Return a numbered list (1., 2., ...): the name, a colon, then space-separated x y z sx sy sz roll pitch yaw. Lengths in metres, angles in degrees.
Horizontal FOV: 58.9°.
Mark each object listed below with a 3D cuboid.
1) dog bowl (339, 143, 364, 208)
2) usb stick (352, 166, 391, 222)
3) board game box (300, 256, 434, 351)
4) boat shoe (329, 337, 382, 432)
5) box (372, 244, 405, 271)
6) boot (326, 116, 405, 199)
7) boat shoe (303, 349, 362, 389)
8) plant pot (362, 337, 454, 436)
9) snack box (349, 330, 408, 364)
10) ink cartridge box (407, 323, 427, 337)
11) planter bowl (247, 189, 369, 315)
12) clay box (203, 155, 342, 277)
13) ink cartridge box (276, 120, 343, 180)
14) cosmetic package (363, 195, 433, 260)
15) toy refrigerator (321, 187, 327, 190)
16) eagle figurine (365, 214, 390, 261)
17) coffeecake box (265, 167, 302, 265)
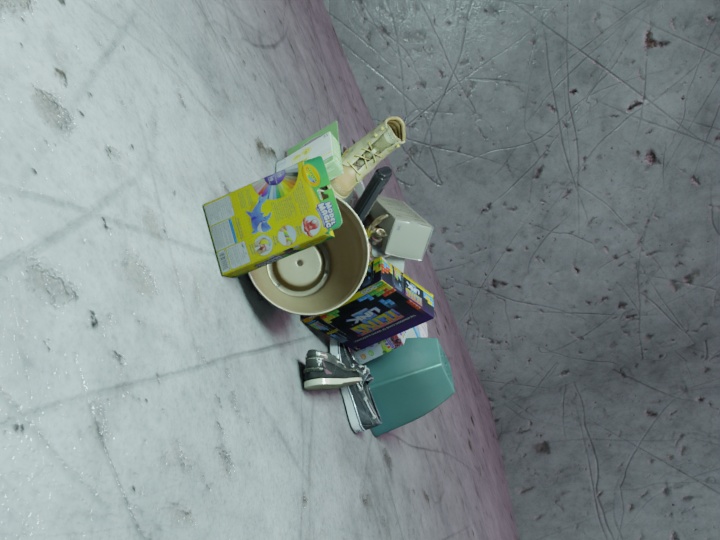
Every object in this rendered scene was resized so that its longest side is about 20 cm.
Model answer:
1. dog bowl: -0.035 -0.207 1.507 0.200 0.058 0.202 -21 90 -79
2. usb stick: 0.011 -0.145 1.400 0.033 0.201 0.055 43 41 12
3. board game box: 0.013 0.070 1.202 0.165 0.199 0.057 35 41 -37
4. boat shoe: -0.007 0.218 1.280 0.072 0.067 0.202 34 37 -69
5. box: 0.052 0.038 1.553 0.125 0.096 0.202 -68 167 -71
6. boot: 0.015 -0.242 1.351 0.073 0.155 0.201 49 39 -14
7. boat shoe: -0.047 0.181 1.160 0.200 0.071 0.068 31 44 -67
8. plant pot: 0.096 0.238 1.387 0.142 0.198 0.142 -90 157 -57
9. snack box: 0.044 0.119 1.399 0.053 0.141 0.200 53 27 -13
10. ink cartridge box: 0.105 0.158 1.717 0.201 0.124 0.129 -85 151 -61
11. planter bowl: -0.096 -0.022 1.059 0.135 0.198 0.202 146 -75 -75
12. clay box: -0.124 -0.078 0.939 0.048 0.198 0.116 20 51 -74
13. ink cartridge box: -0.113 -0.249 1.372 0.048 0.144 0.201 48 24 -41
14. cosmetic package: 0.082 -0.106 1.516 0.200 0.102 0.088 -125 -130 -63
15. toy refrigerator: -0.103 -0.154 1.431 0.070 0.075 0.202 37 36 -68
16. eagle figurine: -0.007 -0.002 1.334 0.152 0.149 0.202 105 -9 -59
17. coffeecake box: -0.117 -0.076 1.254 0.154 0.072 0.202 52 22 -53
